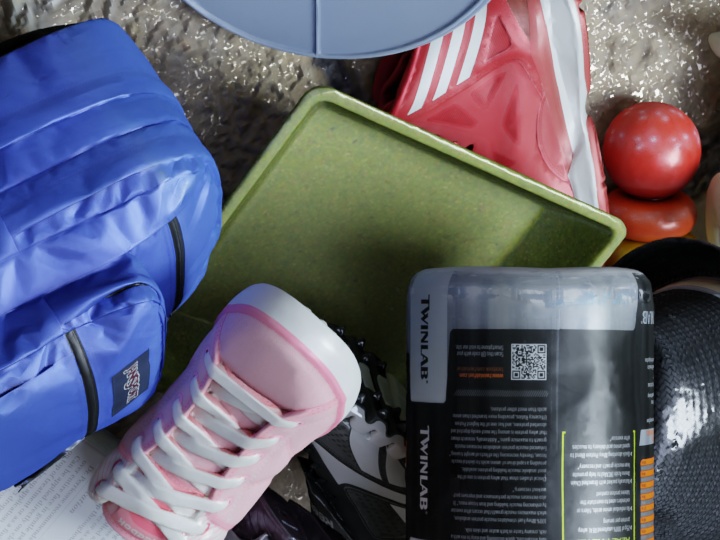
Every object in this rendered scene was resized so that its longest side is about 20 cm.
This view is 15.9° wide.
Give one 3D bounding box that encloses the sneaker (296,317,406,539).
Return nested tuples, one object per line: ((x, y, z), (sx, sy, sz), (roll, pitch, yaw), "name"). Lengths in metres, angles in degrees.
((-0.003, 0.097, 1.323), (0.090, 0.067, 0.200), (-38, 129, 17), "sneaker")

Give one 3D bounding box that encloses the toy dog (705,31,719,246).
((0.251, -0.020, 1.418), (0.139, 0.194, 0.201), (7, 86, 9), "toy dog")

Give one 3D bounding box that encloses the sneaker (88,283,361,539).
((-0.067, 0.082, 1.205), (0.075, 0.200, 0.105), (39, 65, -1), "sneaker")

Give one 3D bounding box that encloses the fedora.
((0.146, 0.084, 1.340), (0.091, 0.200, 0.202), (-6, 116, -43), "fedora")

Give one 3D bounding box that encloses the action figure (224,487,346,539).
((-0.091, 0.200, 1.298), (0.200, 0.069, 0.130), (-51, 136, 7), "action figure")

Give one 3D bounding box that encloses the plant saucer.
((0.000, 0.000, 1.319), (0.199, 0.048, 0.200), (22, 121, -29), "plant saucer")

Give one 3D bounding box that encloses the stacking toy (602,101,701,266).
((0.159, 0.003, 1.435), (0.085, 0.085, 0.201), (-8, 109, -26), "stacking toy")

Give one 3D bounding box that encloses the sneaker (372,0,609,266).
((0.065, -0.070, 1.360), (0.115, 0.078, 0.201), (-12, 121, -4), "sneaker")

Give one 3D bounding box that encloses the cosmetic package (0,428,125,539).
((-0.140, 0.141, 1.327), (0.102, 0.071, 0.200), (-49, 126, 0), "cosmetic package")

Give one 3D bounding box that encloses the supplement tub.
((0.082, 0.098, 1.251), (0.122, 0.122, 0.201), (1, 89, -30), "supplement tub")

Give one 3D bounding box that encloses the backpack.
((-0.156, -0.004, 1.186), (0.200, 0.168, 0.163), (-33, 165, -19), "backpack")

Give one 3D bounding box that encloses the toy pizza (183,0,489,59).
((-0.018, -0.184, 1.216), (0.199, 0.032, 0.201), (6, 134, 6), "toy pizza")
